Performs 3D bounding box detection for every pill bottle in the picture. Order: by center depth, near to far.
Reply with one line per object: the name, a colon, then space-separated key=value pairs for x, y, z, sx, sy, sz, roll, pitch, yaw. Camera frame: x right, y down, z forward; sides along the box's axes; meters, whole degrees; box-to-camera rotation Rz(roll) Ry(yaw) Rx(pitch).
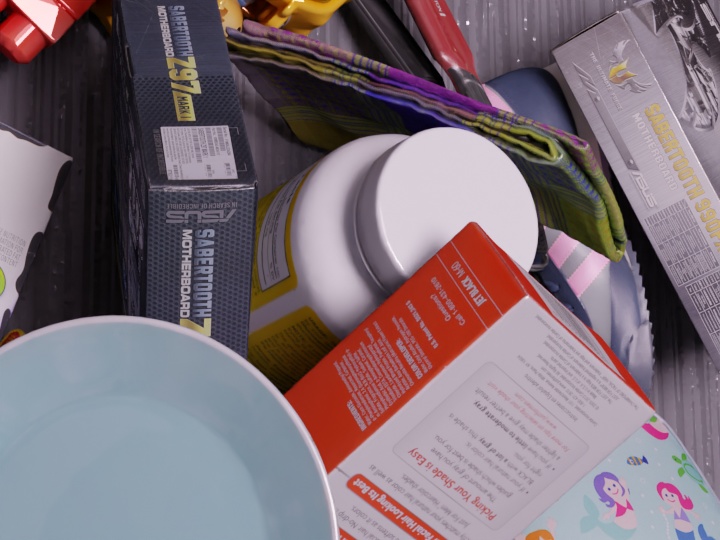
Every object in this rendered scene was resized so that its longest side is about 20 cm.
pill bottle: x=0.000 y=0.000 z=1.096 sx=0.112 sy=0.200 sz=0.113 roll=8 pitch=73 yaw=-26

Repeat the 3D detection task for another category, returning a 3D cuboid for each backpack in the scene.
backpack: x=0.087 y=0.141 z=1.121 sx=0.177 sy=0.151 sz=0.200 roll=-3 pitch=46 yaw=-35

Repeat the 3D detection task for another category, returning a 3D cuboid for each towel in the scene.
towel: x=0.033 y=-0.064 z=1.124 sx=0.199 sy=0.144 sz=0.023 roll=22 pitch=78 yaw=22

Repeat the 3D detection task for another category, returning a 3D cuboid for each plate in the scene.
plate: x=-0.104 y=0.120 z=0.948 sx=0.199 sy=0.026 sz=0.201 roll=-1 pitch=84 yaw=11

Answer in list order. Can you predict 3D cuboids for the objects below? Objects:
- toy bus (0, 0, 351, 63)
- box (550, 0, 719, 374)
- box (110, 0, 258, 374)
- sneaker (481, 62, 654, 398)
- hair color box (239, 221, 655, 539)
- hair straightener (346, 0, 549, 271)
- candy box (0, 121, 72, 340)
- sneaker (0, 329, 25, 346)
toy bus: x=-0.105 y=-0.166 z=1.138 sx=0.200 sy=0.136 sz=0.192 roll=42 pitch=74 yaw=-14
box: x=0.195 y=-0.056 z=1.261 sx=0.201 sy=0.048 sz=0.158 roll=63 pitch=26 yaw=1
box: x=-0.085 y=-0.031 z=1.035 sx=0.051 sy=0.158 sz=0.200 roll=-1 pitch=37 yaw=-10
sneaker: x=0.103 y=-0.013 z=1.241 sx=0.082 sy=0.070 sz=0.201 roll=-12 pitch=77 yaw=-14
hair color box: x=0.018 y=0.086 z=0.999 sx=0.200 sy=0.064 sz=0.111 roll=-43 pitch=131 yaw=8
hair straightener: x=0.041 y=-0.080 z=1.221 sx=0.041 sy=0.077 sz=0.201 roll=-9 pitch=65 yaw=-58
candy box: x=-0.248 y=0.003 z=1.038 sx=0.167 sy=0.071 sz=0.201 roll=27 pitch=65 yaw=-19
sneaker: x=-0.084 y=0.067 z=1.077 sx=0.199 sy=0.073 sz=0.077 roll=13 pitch=58 yaw=-3
